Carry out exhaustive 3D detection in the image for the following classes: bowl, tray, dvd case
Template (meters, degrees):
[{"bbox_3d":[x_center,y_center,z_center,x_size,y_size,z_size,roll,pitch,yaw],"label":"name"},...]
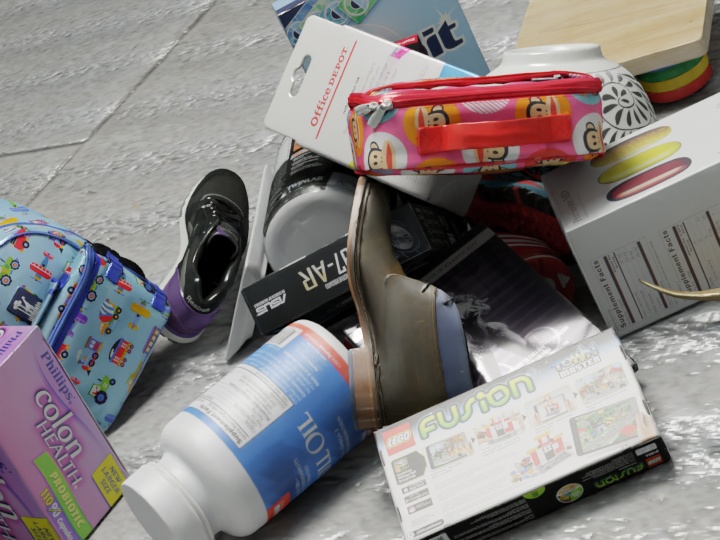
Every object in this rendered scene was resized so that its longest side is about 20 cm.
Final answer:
[{"bbox_3d":[0.175,-0.152,1.747,0.199,0.095,0.201,-4,10,1],"label":"bowl"},{"bbox_3d":[-0.099,-0.009,1.853,0.022,0.108,0.200,11,31,-3],"label":"tray"},{"bbox_3d":[0.098,0.062,1.531,0.148,0.016,0.200,-38,51,-10],"label":"dvd case"}]

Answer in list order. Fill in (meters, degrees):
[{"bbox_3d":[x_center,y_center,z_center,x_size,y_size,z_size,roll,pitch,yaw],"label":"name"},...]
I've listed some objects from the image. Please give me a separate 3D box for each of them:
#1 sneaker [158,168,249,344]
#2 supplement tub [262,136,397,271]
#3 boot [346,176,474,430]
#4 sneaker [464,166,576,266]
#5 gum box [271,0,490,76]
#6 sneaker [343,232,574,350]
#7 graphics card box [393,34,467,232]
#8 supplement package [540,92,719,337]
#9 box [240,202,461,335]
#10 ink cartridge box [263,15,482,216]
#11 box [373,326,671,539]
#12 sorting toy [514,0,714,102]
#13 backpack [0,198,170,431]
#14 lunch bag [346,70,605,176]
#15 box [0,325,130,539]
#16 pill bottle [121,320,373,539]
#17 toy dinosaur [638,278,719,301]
[{"bbox_3d":[-0.134,-0.026,1.874,0.088,0.075,0.201,-41,27,47],"label":"sneaker"},{"bbox_3d":[-0.025,-0.073,1.848,0.122,0.123,0.200,-19,28,15],"label":"supplement tub"},{"bbox_3d":[0.039,0.023,1.513,0.096,0.201,0.075,-3,-13,6],"label":"boot"},{"bbox_3d":[0.163,-0.069,1.719,0.095,0.080,0.200,-34,28,-17],"label":"sneaker"},{"bbox_3d":[0.029,-0.216,1.960,0.169,0.201,0.045,-28,27,0],"label":"gum box"},{"bbox_3d":[0.081,0.031,1.650,0.199,0.079,0.116,-18,16,5],"label":"sneaker"},{"bbox_3d":[0.057,-0.127,1.864,0.051,0.126,0.200,-19,28,13],"label":"graphics card box"},{"bbox_3d":[0.262,-0.052,1.563,0.199,0.110,0.114,-25,27,5],"label":"supplement package"},{"bbox_3d":[0.000,0.000,1.663,0.160,0.044,0.200,-27,-6,10],"label":"box"},{"bbox_3d":[0.022,-0.139,1.713,0.199,0.068,0.116,26,93,35],"label":"ink cartridge box"},{"bbox_3d":[0.116,0.128,1.432,0.199,0.035,0.110,-24,46,7],"label":"box"},{"bbox_3d":[0.254,-0.217,1.899,0.199,0.070,0.199,-14,30,23],"label":"sorting toy"},{"bbox_3d":[-0.300,0.037,1.784,0.134,0.200,0.183,16,72,53],"label":"backpack"},{"bbox_3d":[0.091,-0.112,1.542,0.199,0.083,0.176,-5,6,-6],"label":"lunch bag"},{"bbox_3d":[-0.330,0.145,1.689,0.199,0.177,0.097,-2,36,39],"label":"box"},{"bbox_3d":[-0.088,0.140,1.551,0.200,0.113,0.112,-39,29,-20],"label":"pill bottle"},{"bbox_3d":[0.320,0.010,1.485,0.199,0.059,0.101,-18,13,2],"label":"toy dinosaur"}]
